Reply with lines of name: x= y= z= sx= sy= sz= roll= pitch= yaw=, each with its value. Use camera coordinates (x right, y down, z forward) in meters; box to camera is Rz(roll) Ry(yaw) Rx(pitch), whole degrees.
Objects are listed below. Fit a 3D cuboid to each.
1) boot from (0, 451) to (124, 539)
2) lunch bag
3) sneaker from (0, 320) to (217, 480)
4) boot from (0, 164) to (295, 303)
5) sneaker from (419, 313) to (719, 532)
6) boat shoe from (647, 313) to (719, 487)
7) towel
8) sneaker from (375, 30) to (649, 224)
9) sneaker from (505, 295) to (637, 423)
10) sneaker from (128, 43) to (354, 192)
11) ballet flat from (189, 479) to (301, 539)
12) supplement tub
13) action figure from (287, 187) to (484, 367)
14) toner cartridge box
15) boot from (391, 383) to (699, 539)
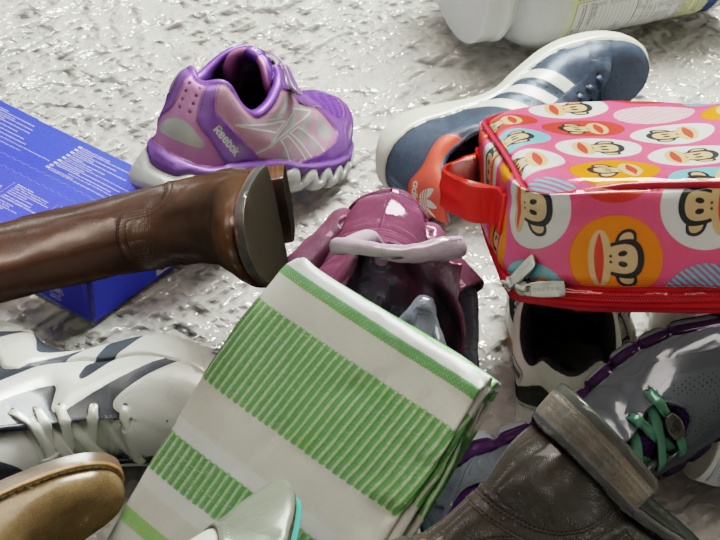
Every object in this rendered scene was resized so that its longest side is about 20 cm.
boot: x=-0.187 y=0.160 z=0.939 sx=0.199 sy=0.074 sz=0.076 roll=-31 pitch=58 yaw=-19
lunch bag: x=0.129 y=-0.038 z=1.033 sx=0.174 sy=0.083 sz=0.200 roll=0 pitch=16 yaw=-1
sneaker: x=-0.156 y=0.092 z=1.013 sx=0.197 sy=0.080 sz=0.130 roll=13 pitch=40 yaw=18
boot: x=-0.137 y=-0.010 z=1.050 sx=0.198 sy=0.065 sz=0.186 roll=-9 pitch=5 yaw=3
sneaker: x=0.119 y=0.097 z=0.961 sx=0.199 sy=0.075 sz=0.088 roll=-30 pitch=24 yaw=12
boat shoe: x=0.205 y=0.045 z=1.084 sx=0.068 sy=0.072 sz=0.201 roll=16 pitch=29 yaw=-12
towel: x=-0.036 y=0.106 z=0.936 sx=0.152 sy=0.023 sz=0.201 roll=31 pitch=91 yaw=36
sneaker: x=0.111 y=-0.083 z=1.249 sx=0.199 sy=0.075 sz=0.085 roll=-27 pitch=42 yaw=-16
sneaker: x=0.118 y=0.026 z=1.089 sx=0.075 sy=0.088 sz=0.201 roll=-2 pitch=35 yaw=2
sneaker: x=-0.060 y=-0.096 z=1.222 sx=0.080 sy=0.089 sz=0.200 roll=21 pitch=21 yaw=25
ballet flat: x=-0.078 y=0.165 z=0.841 sx=0.063 sy=0.067 sz=0.201 roll=28 pitch=56 yaw=-16
supplement tub: x=0.156 y=-0.238 z=1.390 sx=0.198 sy=0.146 sz=0.145 roll=-13 pitch=38 yaw=-16
action figure: x=0.000 y=0.000 z=1.073 sx=0.133 sy=0.150 sz=0.201 roll=3 pitch=31 yaw=5
toner cartridge box: x=-0.203 y=-0.044 z=1.223 sx=0.199 sy=0.043 sz=0.095 roll=26 pitch=44 yaw=31
boot: x=0.075 y=0.162 z=0.898 sx=0.174 sy=0.200 sz=0.069 roll=-43 pitch=26 yaw=-3
